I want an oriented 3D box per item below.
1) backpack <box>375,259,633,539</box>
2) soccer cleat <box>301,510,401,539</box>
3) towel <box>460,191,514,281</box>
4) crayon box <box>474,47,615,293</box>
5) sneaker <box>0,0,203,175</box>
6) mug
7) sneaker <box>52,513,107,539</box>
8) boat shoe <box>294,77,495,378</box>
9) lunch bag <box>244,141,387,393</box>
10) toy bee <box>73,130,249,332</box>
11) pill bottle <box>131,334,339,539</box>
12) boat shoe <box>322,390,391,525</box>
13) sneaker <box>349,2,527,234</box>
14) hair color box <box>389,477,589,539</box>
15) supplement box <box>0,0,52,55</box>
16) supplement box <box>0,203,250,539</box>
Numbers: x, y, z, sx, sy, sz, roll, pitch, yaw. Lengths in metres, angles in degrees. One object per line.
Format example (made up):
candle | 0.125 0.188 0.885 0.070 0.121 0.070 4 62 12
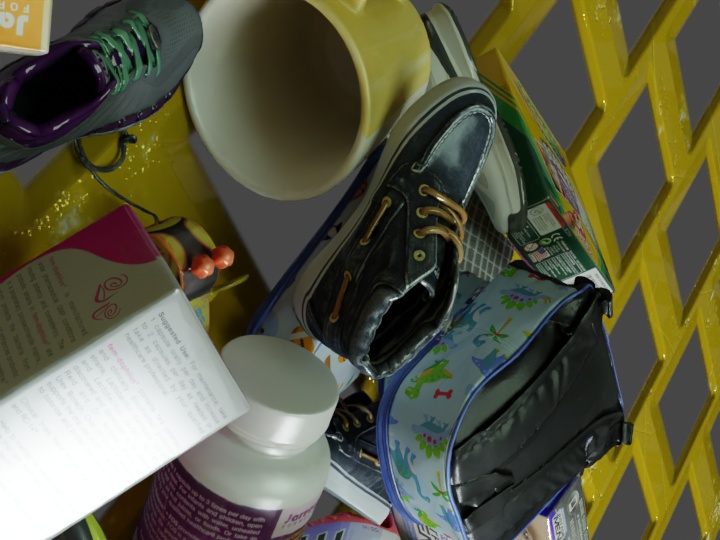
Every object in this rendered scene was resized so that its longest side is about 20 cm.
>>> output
backpack | 0.098 0.111 0.872 0.200 0.146 0.185 -40 128 -31
soccer cleat | -0.031 0.240 0.947 0.199 0.068 0.074 21 56 -47
towel | 0.069 0.012 0.991 0.165 0.085 0.202 30 75 -53
crayon box | 0.163 -0.081 1.038 0.200 0.058 0.174 42 31 -52
sneaker | -0.150 -0.115 0.654 0.200 0.087 0.075 -43 113 -39
mug | -0.009 -0.148 0.780 0.153 0.185 0.151 -36 107 -53
sneaker | -0.210 0.236 0.691 0.080 0.073 0.203 9 90 -50
boat shoe | 0.043 -0.026 0.711 0.071 0.091 0.201 33 91 -38
lunch bag | 0.000 0.000 0.838 0.201 0.075 0.160 -55 162 -3
toy bee | -0.129 0.012 0.710 0.131 0.108 0.201 -49 134 -31
pill bottle | -0.085 0.148 0.745 0.112 0.112 0.202 -14 134 -50
boat shoe | -0.021 0.131 0.907 0.092 0.070 0.200 -60 140 -14
sneaker | 0.056 -0.108 0.904 0.076 0.114 0.203 75 -7 -79
hair color box | 0.103 0.211 0.990 0.065 0.198 0.110 -42 130 -39
supplement box | -0.211 -0.213 0.535 0.125 0.073 0.203 2 98 -28
supplement box | -0.177 0.070 0.598 0.199 0.101 0.104 -33 129 -8
